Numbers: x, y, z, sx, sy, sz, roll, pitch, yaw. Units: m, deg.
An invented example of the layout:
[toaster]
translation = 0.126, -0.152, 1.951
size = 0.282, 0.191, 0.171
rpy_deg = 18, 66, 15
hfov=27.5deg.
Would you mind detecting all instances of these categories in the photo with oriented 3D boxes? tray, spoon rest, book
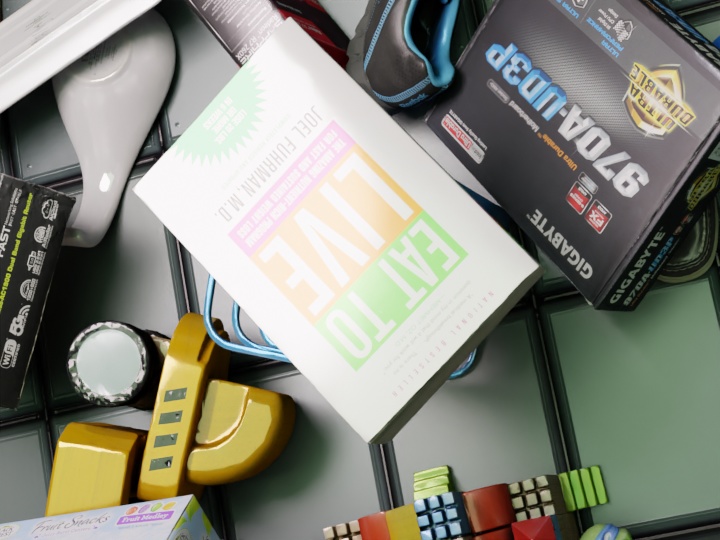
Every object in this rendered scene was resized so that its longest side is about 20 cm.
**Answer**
[tray]
translation = -0.233, -0.176, 1.083
size = 0.199, 0.022, 0.108
rpy_deg = -32, 39, 10
[spoon rest]
translation = -0.193, -0.107, 1.082
size = 0.098, 0.061, 0.202
rpy_deg = 5, 71, 16
[book]
translation = -0.013, -0.023, 0.814
size = 0.200, 0.048, 0.134
rpy_deg = 45, 97, 15

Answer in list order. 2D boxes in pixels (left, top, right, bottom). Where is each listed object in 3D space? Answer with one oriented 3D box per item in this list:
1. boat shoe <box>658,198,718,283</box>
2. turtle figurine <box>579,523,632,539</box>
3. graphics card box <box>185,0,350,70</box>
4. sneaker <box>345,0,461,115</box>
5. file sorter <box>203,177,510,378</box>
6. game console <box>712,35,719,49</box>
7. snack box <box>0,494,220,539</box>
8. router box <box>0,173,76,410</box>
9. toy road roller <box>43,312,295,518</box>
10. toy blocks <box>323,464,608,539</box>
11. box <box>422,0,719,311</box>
[boat shoe]
translation = 0.185, -0.093, 0.957
size = 0.071, 0.065, 0.202
rpy_deg = -11, 80, 14
[turtle figurine]
translation = 0.213, 0.224, 0.850
size = 0.194, 0.200, 0.144
rpy_deg = 41, 55, -3
[graphics card box]
translation = -0.091, -0.207, 1.022
size = 0.051, 0.125, 0.200
rpy_deg = -45, 72, 16
[sneaker]
translation = 0.042, -0.207, 0.997
size = 0.082, 0.073, 0.202
rpy_deg = -4, 82, 56
[file sorter]
translation = 0.000, 0.000, 0.931
size = 0.137, 0.200, 0.124
rpy_deg = 10, 89, 17
[game console]
translation = 0.323, -0.105, 0.914
size = 0.200, 0.119, 0.170
rpy_deg = -40, 42, -13
[snack box]
translation = -0.134, 0.239, 0.895
size = 0.167, 0.068, 0.201
rpy_deg = -11, 120, 27
[router box]
translation = -0.294, 0.002, 1.042
size = 0.199, 0.062, 0.151
rpy_deg = 11, 84, 47
[toy road roller]
translation = -0.126, 0.129, 0.992
size = 0.144, 0.123, 0.202
rpy_deg = 11, 85, 6
[toy blocks]
translation = 0.052, 0.170, 0.922
size = 0.198, 0.137, 0.101
rpy_deg = -16, 78, 13
[box]
translation = 0.143, -0.099, 0.921
size = 0.200, 0.046, 0.160
rpy_deg = 52, 121, 36
